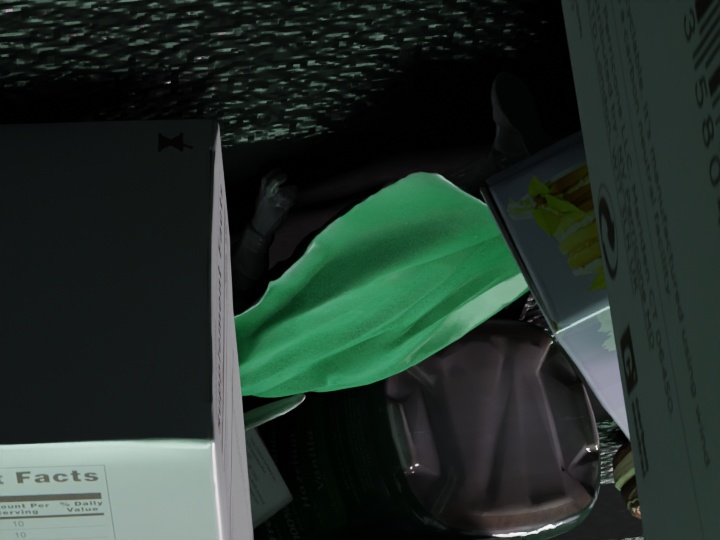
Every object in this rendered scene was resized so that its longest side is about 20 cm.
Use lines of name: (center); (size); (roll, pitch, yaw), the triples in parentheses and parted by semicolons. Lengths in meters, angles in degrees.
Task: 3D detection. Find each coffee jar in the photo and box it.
coffee jar: (-0.010, 0.084, 1.087); (0.104, 0.085, 0.200); (-3, 163, -40)

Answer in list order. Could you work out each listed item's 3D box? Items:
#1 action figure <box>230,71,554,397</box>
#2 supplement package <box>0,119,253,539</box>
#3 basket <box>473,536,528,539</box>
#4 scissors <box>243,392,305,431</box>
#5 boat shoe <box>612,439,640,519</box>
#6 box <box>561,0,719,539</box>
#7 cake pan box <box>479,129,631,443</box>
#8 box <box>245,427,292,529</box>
action figure: (0.000, 0.000, 0.875); (0.118, 0.055, 0.200); (5, 155, -40)
supplement package: (-0.089, 0.063, 0.827); (0.109, 0.114, 0.200); (-2, 141, 0)
basket: (-0.005, 0.176, 1.027); (0.135, 0.124, 0.200); (-3, 162, -14)
scissors: (-0.104, 0.076, 0.985); (0.200, 0.014, 0.073); (-28, -173, 10)
boat shoe: (0.199, 0.085, 1.198); (0.202, 0.075, 0.075); (-17, 160, 28)
box: (0.143, -0.040, 0.565); (0.171, 0.199, 0.200); (-5, 164, -9)
cake pan box: (0.137, -0.021, 0.800); (0.184, 0.052, 0.200); (-25, 162, 4)
box: (-0.130, 0.109, 1.035); (0.144, 0.036, 0.200); (-32, -169, -29)
